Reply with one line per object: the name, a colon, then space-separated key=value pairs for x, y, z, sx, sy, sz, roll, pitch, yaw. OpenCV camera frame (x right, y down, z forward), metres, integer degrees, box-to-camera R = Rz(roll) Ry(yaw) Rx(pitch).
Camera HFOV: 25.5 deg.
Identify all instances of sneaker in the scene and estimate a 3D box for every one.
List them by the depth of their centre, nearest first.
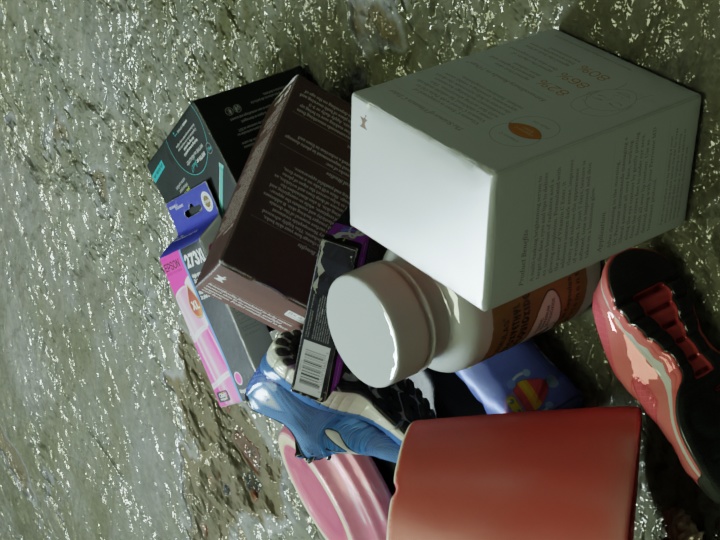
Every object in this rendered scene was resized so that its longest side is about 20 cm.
sneaker: x=0.234 y=0.082 z=1.177 sx=0.201 sy=0.073 sz=0.087 roll=64 pitch=161 yaw=13
sneaker: x=-0.014 y=0.126 z=1.380 sx=0.089 sy=0.199 sz=0.079 roll=-46 pitch=27 yaw=30

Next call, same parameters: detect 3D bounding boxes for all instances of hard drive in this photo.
hard drive: x=0.052 y=0.149 z=1.489 sx=0.135 sy=0.042 sz=0.200 roll=56 pitch=146 yaw=19

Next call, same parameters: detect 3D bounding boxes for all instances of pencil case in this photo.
pencil case: x=0.105 y=0.063 z=1.332 sx=0.078 sy=0.087 sz=0.200 roll=-42 pitch=67 yaw=12

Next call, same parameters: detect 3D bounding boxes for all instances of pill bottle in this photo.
pill bottle: x=0.078 y=0.014 z=1.225 sx=0.114 sy=0.199 sz=0.115 roll=33 pitch=134 yaw=43

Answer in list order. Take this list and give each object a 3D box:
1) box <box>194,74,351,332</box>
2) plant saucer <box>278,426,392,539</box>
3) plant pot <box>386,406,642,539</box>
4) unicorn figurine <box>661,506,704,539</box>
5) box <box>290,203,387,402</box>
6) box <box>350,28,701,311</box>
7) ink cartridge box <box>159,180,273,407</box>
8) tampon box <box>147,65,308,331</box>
box: x=-0.057 y=-0.056 z=1.374 sx=0.100 sy=0.201 sz=0.075 roll=28 pitch=150 yaw=-14
plant saucer: x=-0.023 y=0.217 z=1.585 sx=0.201 sy=0.051 sz=0.201 roll=54 pitch=163 yaw=25
plant pot: x=0.118 y=0.194 z=1.207 sx=0.176 sy=0.201 sz=0.201 roll=6 pitch=120 yaw=11
unicorn figurine: x=0.251 y=0.277 z=1.246 sx=0.137 sy=0.073 sz=0.201 roll=-128 pitch=46 yaw=-69
box: x=0.000 y=0.000 z=1.324 sx=0.036 sy=0.200 sz=0.144 roll=18 pitch=118 yaw=12
box: x=0.114 y=-0.077 z=1.120 sx=0.152 sy=0.199 sz=0.107 roll=35 pitch=135 yaw=42
ink cartridge box: x=-0.134 y=0.025 z=1.467 sx=0.095 sy=0.037 sz=0.201 roll=-20 pitch=90 yaw=58
tampon box: x=-0.085 y=-0.059 z=1.493 sx=0.201 sy=0.126 sz=0.150 roll=62 pitch=148 yaw=8
